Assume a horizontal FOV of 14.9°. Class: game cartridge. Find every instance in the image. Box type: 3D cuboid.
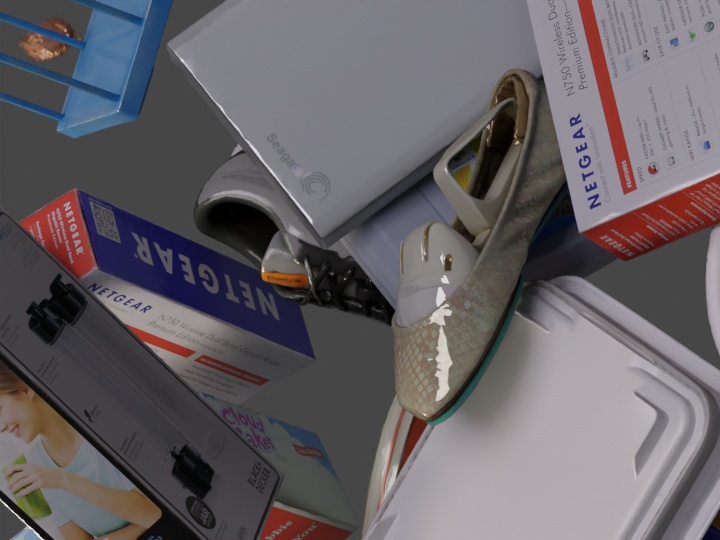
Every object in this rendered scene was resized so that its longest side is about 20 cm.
[{"bbox_3d":[0.086,-0.053,1.396,0.200,0.041,0.133,-30,58,-12],"label":"game cartridge"}]

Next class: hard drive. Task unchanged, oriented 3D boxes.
[{"bbox_3d":[0.021,-0.121,1.387,0.200,0.026,0.132,-37,75,-8],"label":"hard drive"}]

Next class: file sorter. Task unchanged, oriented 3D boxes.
[{"bbox_3d":[-0.173,-0.195,1.595,0.139,0.122,0.200,-6,67,70],"label":"file sorter"}]

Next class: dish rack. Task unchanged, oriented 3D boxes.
[{"bbox_3d":[0.077,0.108,1.281,0.172,0.044,0.200,37,98,48],"label":"dish rack"}]

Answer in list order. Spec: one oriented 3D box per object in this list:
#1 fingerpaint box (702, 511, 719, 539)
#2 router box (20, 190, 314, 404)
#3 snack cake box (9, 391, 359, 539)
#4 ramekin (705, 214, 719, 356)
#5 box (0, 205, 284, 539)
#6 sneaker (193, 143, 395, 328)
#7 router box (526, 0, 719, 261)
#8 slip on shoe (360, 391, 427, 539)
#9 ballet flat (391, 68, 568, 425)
[{"bbox_3d":[0.158,0.147,1.307,0.200,0.073,0.167,31,93,39],"label":"fingerpaint box"},{"bbox_3d":[-0.153,0.045,1.473,0.179,0.200,0.049,-30,61,22],"label":"router box"},{"bbox_3d":[-0.114,0.157,1.469,0.200,0.115,0.067,-38,57,18],"label":"snack cake box"},{"bbox_3d":[0.268,0.004,1.267,0.200,0.098,0.201,-12,67,31],"label":"ramekin"},{"bbox_3d":[-0.135,0.072,1.314,0.060,0.200,0.117,-42,11,20],"label":"box"},{"bbox_3d":[0.000,0.000,1.439,0.200,0.079,0.074,30,137,21],"label":"sneaker"},{"bbox_3d":[0.169,-0.130,1.289,0.179,0.049,0.200,-23,62,26],"label":"router box"},{"bbox_3d":[0.029,0.140,1.415,0.061,0.074,0.200,8,69,1],"label":"slip on shoe"},{"bbox_3d":[0.050,-0.015,1.309,0.067,0.062,0.200,-28,27,49],"label":"ballet flat"}]
